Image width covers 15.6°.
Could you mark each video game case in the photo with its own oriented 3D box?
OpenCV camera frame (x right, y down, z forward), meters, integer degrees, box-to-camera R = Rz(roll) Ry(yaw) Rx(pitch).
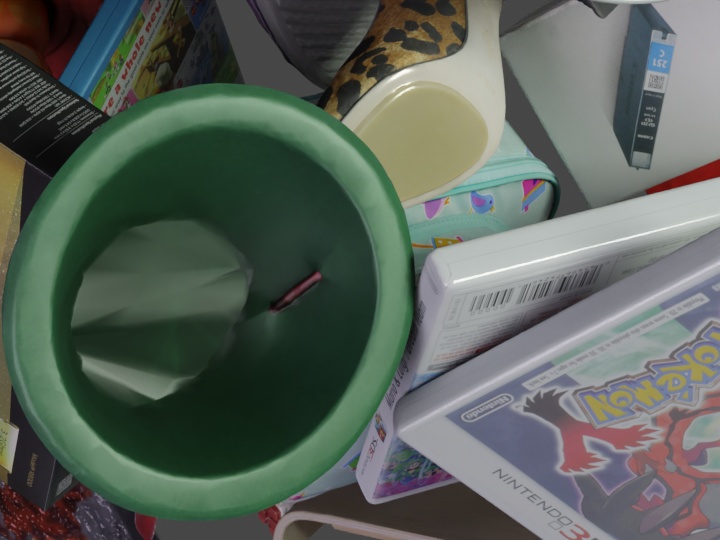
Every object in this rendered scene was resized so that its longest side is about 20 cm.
[{"bbox_3d":[0.105,0.026,1.143,0.182,0.200,0.024,107,143,-55],"label":"video game case"},{"bbox_3d":[0.146,0.068,1.082,0.200,0.023,0.182,-31,127,34],"label":"video game case"},{"bbox_3d":[-0.094,-0.052,1.261,0.018,0.143,0.200,12,147,23],"label":"video game case"}]

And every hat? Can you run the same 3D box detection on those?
[{"bbox_3d":[-0.088,0.015,1.108,0.166,0.200,0.176,29,178,-19],"label":"hat"}]

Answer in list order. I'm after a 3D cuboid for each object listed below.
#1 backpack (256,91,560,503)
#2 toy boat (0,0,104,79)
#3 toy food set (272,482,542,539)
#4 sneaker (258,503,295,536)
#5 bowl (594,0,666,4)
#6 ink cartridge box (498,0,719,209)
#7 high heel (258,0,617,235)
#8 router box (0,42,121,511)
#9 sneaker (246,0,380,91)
[{"bbox_3d":[0.000,0.000,1.214,0.153,0.200,0.176,43,136,20],"label":"backpack"},{"bbox_3d":[-0.176,-0.117,1.291,0.130,0.131,0.200,-19,135,12],"label":"toy boat"},{"bbox_3d":[0.073,0.117,1.282,0.200,0.144,0.060,8,122,36],"label":"toy food set"},{"bbox_3d":[-0.026,0.078,1.389,0.078,0.082,0.200,59,158,18],"label":"sneaker"},{"bbox_3d":[0.092,-0.209,1.036,0.090,0.201,0.201,24,137,62],"label":"bowl"},{"bbox_3d":[0.179,-0.067,1.142,0.200,0.045,0.176,-24,100,46],"label":"ink cartridge box"},{"bbox_3d":[0.009,-0.098,1.148,0.143,0.200,0.071,36,161,48],"label":"high heel"},{"bbox_3d":[-0.173,-0.009,1.172,0.157,0.052,0.200,33,136,17],"label":"router box"},{"bbox_3d":[-0.059,-0.174,1.262,0.114,0.073,0.200,4,128,60],"label":"sneaker"}]
